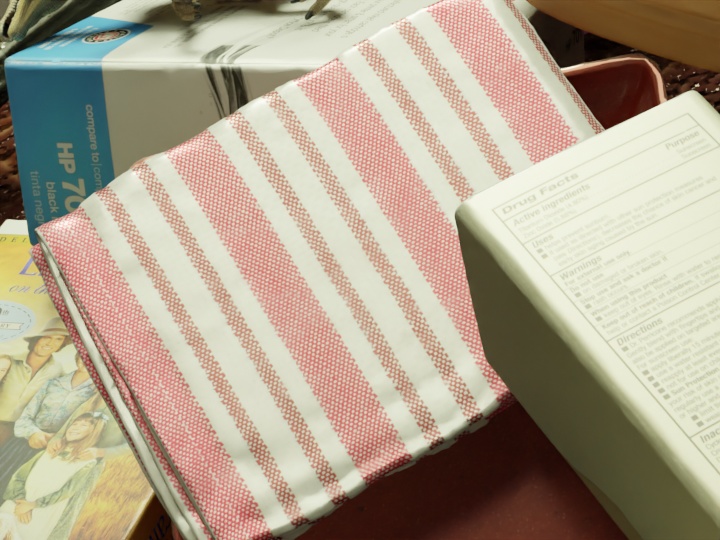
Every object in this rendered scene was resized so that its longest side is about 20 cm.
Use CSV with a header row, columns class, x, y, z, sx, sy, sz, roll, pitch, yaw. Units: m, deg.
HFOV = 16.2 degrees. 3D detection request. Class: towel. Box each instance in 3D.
class,x,y,z,sx,sy,sz,roll,pitch,yaw
towel,0.000,0.000,0.887,0.200,0.030,0.146,-30,71,-4

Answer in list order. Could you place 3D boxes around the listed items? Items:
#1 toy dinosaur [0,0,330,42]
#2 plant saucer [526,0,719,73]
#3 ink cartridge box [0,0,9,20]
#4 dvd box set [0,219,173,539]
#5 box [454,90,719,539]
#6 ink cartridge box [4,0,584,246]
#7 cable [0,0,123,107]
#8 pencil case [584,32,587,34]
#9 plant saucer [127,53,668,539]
class,x,y,z,sx,sy,sz,roll,pitch,yaw
toy dinosaur,-0.050,-0.135,1.031,0.200,0.058,0.101,-15,18,-25
plant saucer,0.141,-0.104,0.972,0.200,0.038,0.200,12,14,-3
ink cartridge box,-0.249,-0.120,1.253,0.094,0.044,0.200,25,53,38
dvd box set,-0.120,0.057,0.999,0.146,0.029,0.200,5,43,25
box,0.118,0.043,0.761,0.095,0.078,0.200,-25,47,-12
ink cartridge box,-0.022,-0.066,1.037,0.200,0.086,0.146,3,19,21
cable,-0.174,-0.093,1.129,0.200,0.050,0.097,-38,7,21
pencil case,0.085,-0.178,1.182,0.085,0.084,0.200,-44,39,2
plant saucer,0.028,0.038,0.901,0.200,0.037,0.200,-12,71,6
